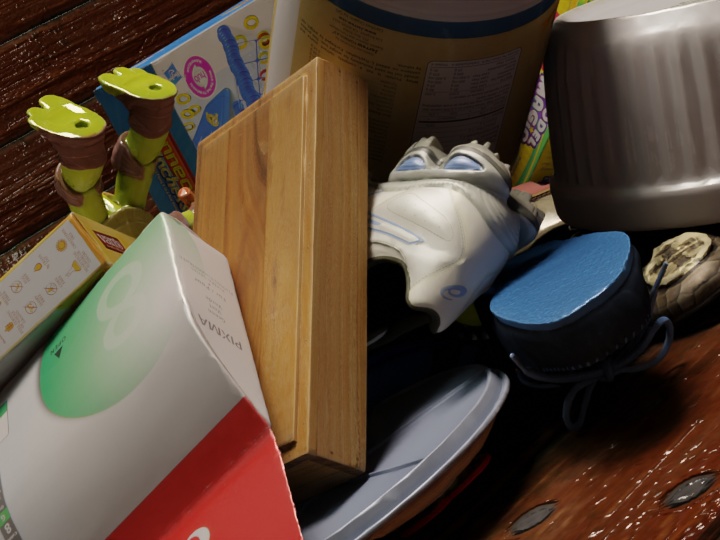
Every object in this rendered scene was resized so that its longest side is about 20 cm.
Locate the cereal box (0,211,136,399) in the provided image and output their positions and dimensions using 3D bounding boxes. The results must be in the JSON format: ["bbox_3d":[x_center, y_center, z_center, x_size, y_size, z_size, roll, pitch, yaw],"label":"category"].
[{"bbox_3d":[-0.176,0.062,0.852,0.200,0.040,0.144,-42,-19,8],"label":"cereal box"}]

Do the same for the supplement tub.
[{"bbox_3d":[0.024,-0.115,0.873,0.144,0.144,0.201,-35,-28,-34],"label":"supplement tub"}]

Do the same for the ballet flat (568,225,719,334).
[{"bbox_3d":[0.145,-0.007,0.862,0.067,0.047,0.200,-31,7,-1],"label":"ballet flat"}]

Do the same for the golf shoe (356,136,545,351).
[{"bbox_3d":[-0.008,-0.004,0.809,0.199,0.078,0.098,-11,40,52],"label":"golf shoe"}]

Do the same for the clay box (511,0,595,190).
[{"bbox_3d":[0.153,-0.103,1.036,0.114,0.048,0.201,-6,-48,-33],"label":"clay box"}]

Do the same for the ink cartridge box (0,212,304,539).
[{"bbox_3d":[-0.108,0.091,0.713,0.161,0.050,0.200,-46,31,17],"label":"ink cartridge box"}]

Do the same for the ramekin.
[{"bbox_3d":[0.190,-0.100,0.879,0.199,0.106,0.200,-13,12,3],"label":"ramekin"}]

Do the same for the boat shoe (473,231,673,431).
[{"bbox_3d":[0.102,0.024,0.756,0.084,0.069,0.200,-28,4,3],"label":"boat shoe"}]

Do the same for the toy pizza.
[{"bbox_3d":[-0.012,0.110,0.744,0.200,0.032,0.200,-35,6,4],"label":"toy pizza"}]

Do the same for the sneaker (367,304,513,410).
[{"bbox_3d":[0.022,0.053,0.885,0.199,0.079,0.066,-17,42,-20],"label":"sneaker"}]

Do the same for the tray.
[{"bbox_3d":[-0.041,0.010,0.773,0.098,0.037,0.201,-29,49,42],"label":"tray"}]

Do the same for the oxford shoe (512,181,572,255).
[{"bbox_3d":[0.158,-0.034,1.002,0.199,0.071,0.075,-29,34,-3],"label":"oxford shoe"}]

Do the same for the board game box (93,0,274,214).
[{"bbox_3d":[-0.046,-0.074,1.064,0.056,0.197,0.200,-17,17,41],"label":"board game box"}]

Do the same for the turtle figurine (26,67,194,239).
[{"bbox_3d":[-0.144,-0.019,0.893,0.199,0.162,0.064,-20,45,-30],"label":"turtle figurine"}]
